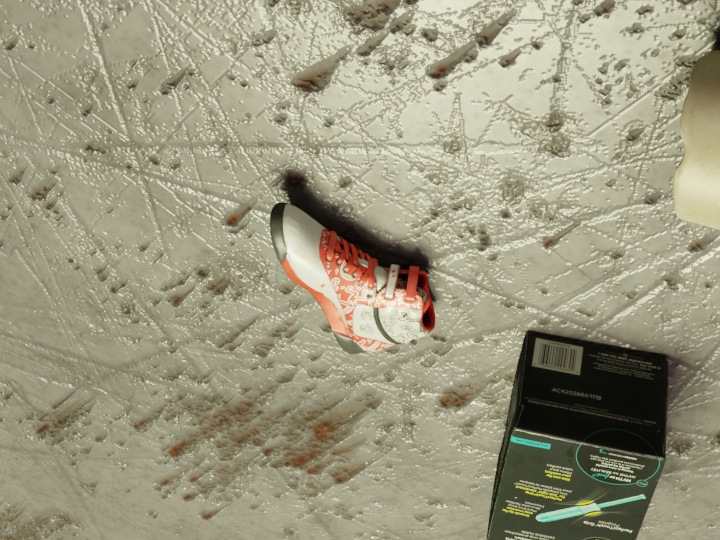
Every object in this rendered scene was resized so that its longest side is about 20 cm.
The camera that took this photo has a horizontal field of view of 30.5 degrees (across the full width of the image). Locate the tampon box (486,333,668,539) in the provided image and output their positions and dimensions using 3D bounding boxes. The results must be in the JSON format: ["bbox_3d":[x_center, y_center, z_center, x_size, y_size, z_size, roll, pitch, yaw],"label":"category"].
[{"bbox_3d":[0.218,0.186,1.339,0.149,0.127,0.201,11,136,5],"label":"tampon box"}]

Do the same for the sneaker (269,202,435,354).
[{"bbox_3d":[0.000,0.000,1.259,0.107,0.067,0.202,-12,133,24],"label":"sneaker"}]

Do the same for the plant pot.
[{"bbox_3d":[0.341,-0.090,1.006,0.183,0.201,0.201,10,137,21],"label":"plant pot"}]
